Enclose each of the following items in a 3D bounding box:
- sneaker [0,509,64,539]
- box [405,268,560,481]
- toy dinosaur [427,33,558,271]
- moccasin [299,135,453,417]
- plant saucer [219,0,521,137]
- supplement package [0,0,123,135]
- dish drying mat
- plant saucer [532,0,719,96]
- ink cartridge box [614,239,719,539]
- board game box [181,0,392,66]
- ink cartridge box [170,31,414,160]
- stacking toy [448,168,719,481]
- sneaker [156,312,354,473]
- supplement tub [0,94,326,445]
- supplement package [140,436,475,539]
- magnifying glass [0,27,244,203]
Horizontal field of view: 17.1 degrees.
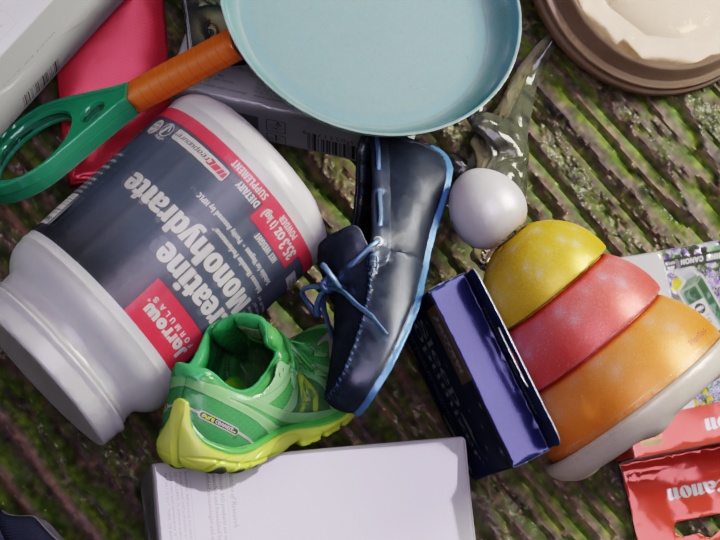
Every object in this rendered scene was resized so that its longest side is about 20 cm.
[{"bbox_3d":[-0.215,0.248,1.501,0.146,0.077,0.203,-26,85,-9],"label":"sneaker"},{"bbox_3d":[0.071,0.069,1.511,0.032,0.200,0.122,-25,85,-10],"label":"box"},{"bbox_3d":[0.081,-0.089,1.618,0.088,0.048,0.201,15,68,0],"label":"toy dinosaur"},{"bbox_3d":[0.000,0.000,1.490,0.068,0.080,0.201,26,50,-14],"label":"moccasin"},{"bbox_3d":[0.005,-0.167,1.530,0.199,0.027,0.201,7,61,-12],"label":"plant saucer"},{"bbox_3d":[-0.280,-0.195,1.516,0.200,0.147,0.191,41,79,5],"label":"supplement package"},{"bbox_3d":[-0.168,-0.156,1.603,0.076,0.018,0.201,-4,81,-9],"label":"dish drying mat"},{"bbox_3d":[0.208,-0.221,1.648,0.199,0.029,0.201,1,88,-18],"label":"plant saucer"},{"bbox_3d":[0.221,0.086,1.609,0.108,0.050,0.201,-10,82,-10],"label":"ink cartridge box"},{"bbox_3d":[-0.059,-0.229,1.591,0.134,0.028,0.201,-6,63,-6],"label":"board game box"},{"bbox_3d":[-0.024,-0.176,1.607,0.162,0.057,0.201,13,59,7],"label":"ink cartridge box"},{"bbox_3d":[0.127,0.018,1.506,0.146,0.146,0.200,-36,89,-12],"label":"stacking toy"},{"bbox_3d":[-0.054,0.064,1.478,0.074,0.200,0.084,11,109,25],"label":"sneaker"},{"bbox_3d":[-0.132,-0.001,1.521,0.200,0.140,0.140,-44,90,-13],"label":"supplement tub"},{"bbox_3d":[-0.033,0.177,1.518,0.199,0.121,0.121,-5,81,-9],"label":"supplement package"},{"bbox_3d":[-0.162,-0.101,1.534,0.199,0.080,0.022,-28,123,18],"label":"magnifying glass"}]
